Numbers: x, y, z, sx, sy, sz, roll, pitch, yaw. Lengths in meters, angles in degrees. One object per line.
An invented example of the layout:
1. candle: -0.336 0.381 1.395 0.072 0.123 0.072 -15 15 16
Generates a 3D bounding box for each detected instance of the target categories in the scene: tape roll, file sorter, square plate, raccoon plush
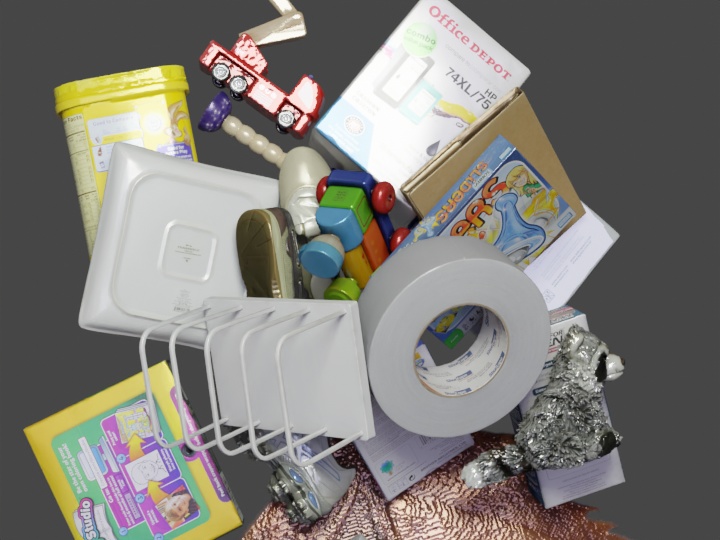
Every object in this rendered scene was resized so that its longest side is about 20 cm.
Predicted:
1. tape roll: 0.091 0.068 1.360 0.198 0.066 0.202 -8 115 -17
2. file sorter: -0.107 0.110 1.324 0.199 0.124 0.140 1 103 38
3. square plate: -0.185 -0.019 1.423 0.198 0.028 0.200 12 87 -24
4. raccoon plush: 0.187 0.141 1.404 0.198 0.097 0.135 -19 94 -7

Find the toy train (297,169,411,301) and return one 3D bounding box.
1. toy train: 0.000 0.000 1.417 0.084 0.201 0.116 8 52 28

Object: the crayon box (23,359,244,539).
1. crayon box: -0.247 0.226 1.464 0.171 0.058 0.201 -26 88 -5

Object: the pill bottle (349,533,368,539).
1. pill bottle: 0.040 0.388 1.448 0.200 0.116 0.116 43 84 -1

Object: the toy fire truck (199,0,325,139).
1. toy fire truck: -0.109 -0.259 1.512 0.199 0.049 0.142 35 84 -2

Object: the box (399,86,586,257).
1. box: 0.147 -0.075 1.429 0.163 0.021 0.200 -41 132 -5

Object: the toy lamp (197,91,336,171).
1. toy lamp: -0.088 -0.123 1.503 0.199 0.058 0.058 36 84 1

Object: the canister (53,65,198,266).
1. canister: -0.248 -0.111 1.473 0.147 0.087 0.202 -11 89 -7

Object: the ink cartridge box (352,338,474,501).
1. ink cartridge box: 0.037 0.148 1.449 0.119 0.042 0.201 -33 129 -6

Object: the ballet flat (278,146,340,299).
1. ballet flat: -0.050 -0.033 1.460 0.069 0.070 0.202 -10 111 -5

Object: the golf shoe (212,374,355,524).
1. golf shoe: -0.085 0.180 1.486 0.097 0.078 0.201 -35 93 -26

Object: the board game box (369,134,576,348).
1. board game box: 0.120 -0.027 1.402 0.200 0.034 0.135 -48 132 4

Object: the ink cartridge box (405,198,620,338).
1. ink cartridge box: 0.160 -0.028 1.521 0.200 0.041 0.200 41 86 -3

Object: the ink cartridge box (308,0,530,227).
1. ink cartridge box: 0.061 -0.176 1.472 0.146 0.146 0.200 39 84 -1

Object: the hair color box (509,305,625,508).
1. hair color box: 0.219 0.151 1.484 0.099 0.061 0.202 -17 102 -8

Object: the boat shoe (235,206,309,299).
1. boat shoe: -0.085 0.031 1.425 0.066 0.071 0.203 -16 104 -45
